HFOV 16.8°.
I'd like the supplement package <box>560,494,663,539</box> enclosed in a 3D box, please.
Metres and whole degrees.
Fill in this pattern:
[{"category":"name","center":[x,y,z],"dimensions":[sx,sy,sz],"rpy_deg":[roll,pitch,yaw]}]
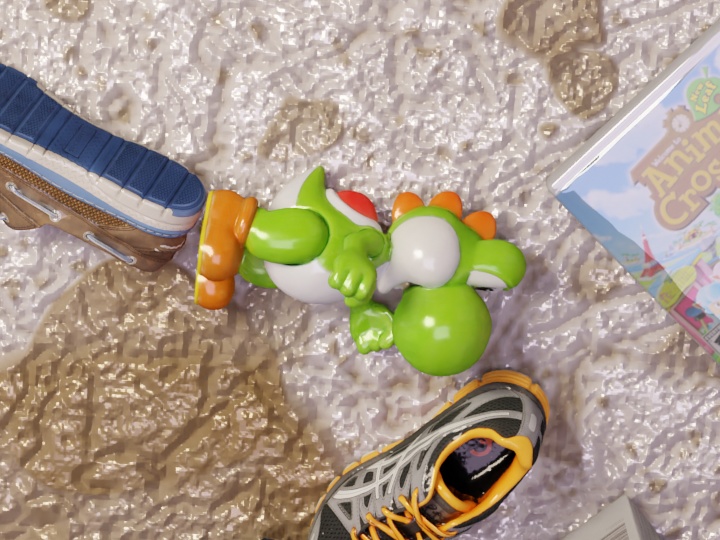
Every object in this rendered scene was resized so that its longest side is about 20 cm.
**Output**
[{"category":"supplement package","center":[0.189,0.265,1.548],"dimensions":[0.109,0.114,0.200],"rpy_deg":[-36,105,11]}]

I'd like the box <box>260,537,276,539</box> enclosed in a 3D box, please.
[{"category":"box","center":[-0.078,0.288,1.504],"dimensions":[0.046,0.200,0.159],"rpy_deg":[9,131,40]}]

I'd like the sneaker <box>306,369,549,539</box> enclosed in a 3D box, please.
[{"category":"sneaker","center":[0.037,0.144,1.529],"dimensions":[0.078,0.077,0.200],"rpy_deg":[41,104,-14]}]

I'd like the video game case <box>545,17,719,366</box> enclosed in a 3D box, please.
[{"category":"video game case","center":[0.247,-0.057,1.499],"dimensions":[0.200,0.022,0.182],"rpy_deg":[-43,103,11]}]

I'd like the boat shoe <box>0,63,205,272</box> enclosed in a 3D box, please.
[{"category":"boat shoe","center":[-0.195,-0.060,1.466],"dimensions":[0.200,0.072,0.072],"rpy_deg":[30,123,3]}]

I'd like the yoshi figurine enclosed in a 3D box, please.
[{"category":"yoshi figurine","center":[-0.001,0.013,1.479],"dimensions":[0.200,0.112,0.112],"rpy_deg":[6,120,-5]}]
